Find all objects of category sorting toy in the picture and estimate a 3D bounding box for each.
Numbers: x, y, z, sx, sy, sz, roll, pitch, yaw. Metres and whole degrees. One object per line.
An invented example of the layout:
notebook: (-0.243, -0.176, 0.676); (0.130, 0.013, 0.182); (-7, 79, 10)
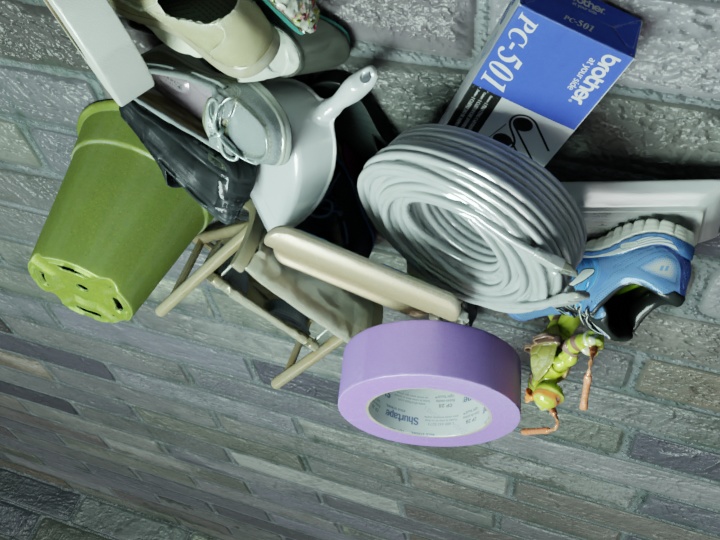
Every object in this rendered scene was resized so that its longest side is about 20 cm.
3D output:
sorting toy: (0.000, 0.000, 0.839); (0.184, 0.037, 0.200); (22, 175, -3)

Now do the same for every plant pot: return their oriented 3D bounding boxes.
plant pot: (-0.269, -0.052, 0.963); (0.199, 0.190, 0.200); (16, 149, 10)

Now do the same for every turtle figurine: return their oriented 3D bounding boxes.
turtle figurine: (0.202, 0.084, 0.896); (0.064, 0.162, 0.200); (19, 150, 5)

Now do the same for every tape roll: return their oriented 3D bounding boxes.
tape roll: (0.077, 0.129, 0.955); (0.199, 0.066, 0.200); (5, 148, 3)
tape roll: (-0.241, -0.228, 0.703); (0.203, 0.037, 0.203); (53, 172, 10)

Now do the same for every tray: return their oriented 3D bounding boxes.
tray: (0.218, -0.045, 0.771); (0.199, 0.022, 0.107); (1, 156, 16)

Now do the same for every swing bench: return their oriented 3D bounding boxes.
swing bench: (-0.101, 0.026, 1.044); (0.199, 0.130, 0.200); (38, 141, -24)

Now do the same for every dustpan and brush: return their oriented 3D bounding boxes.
dustpan and brush: (-0.051, -0.130, 0.786); (0.200, 0.057, 0.140); (-31, 83, 58)

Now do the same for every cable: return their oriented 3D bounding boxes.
cable: (0.094, -0.043, 0.741); (0.200, 0.069, 0.200); (40, 161, -7)

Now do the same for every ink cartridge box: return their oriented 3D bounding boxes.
ink cartridge box: (0.132, -0.141, 0.701); (0.094, 0.044, 0.200); (24, 150, -5)

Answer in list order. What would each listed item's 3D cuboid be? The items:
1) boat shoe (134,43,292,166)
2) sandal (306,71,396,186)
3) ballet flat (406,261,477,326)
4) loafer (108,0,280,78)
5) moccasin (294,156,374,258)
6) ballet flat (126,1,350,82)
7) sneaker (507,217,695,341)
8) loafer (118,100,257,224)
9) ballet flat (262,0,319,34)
boat shoe: (-0.142, -0.147, 0.782); (0.202, 0.065, 0.075); (36, 137, 27)
sandal: (0.013, -0.102, 0.833); (0.075, 0.048, 0.200); (-11, 134, 43)
ballet flat: (0.089, 0.018, 0.960); (0.073, 0.073, 0.200); (7, 146, 25)
loafer: (-0.148, -0.228, 0.680); (0.200, 0.076, 0.068); (32, 165, 16)
moccasin: (-0.039, -0.063, 0.911); (0.080, 0.068, 0.200); (-1, 139, 37)
ballet flat: (-0.110, -0.200, 0.742); (0.199, 0.069, 0.068); (18, 149, 6)
sneaker: (0.207, 0.020, 0.785); (0.078, 0.090, 0.200); (23, 152, -31)
loafer: (-0.180, -0.116, 0.854); (0.200, 0.068, 0.071); (38, 118, 32)
ballet flat: (-0.091, -0.259, 0.643); (0.064, 0.076, 0.200); (-41, 124, 20)
